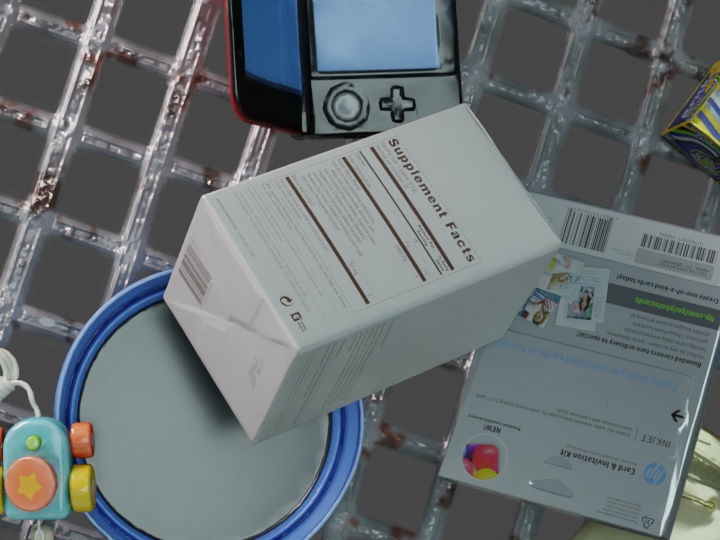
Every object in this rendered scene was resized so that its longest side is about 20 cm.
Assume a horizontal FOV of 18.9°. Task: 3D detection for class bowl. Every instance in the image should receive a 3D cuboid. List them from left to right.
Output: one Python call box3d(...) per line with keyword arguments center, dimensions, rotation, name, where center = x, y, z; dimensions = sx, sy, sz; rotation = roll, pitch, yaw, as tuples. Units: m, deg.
box3d(center=(-0.099, 0.097, 1.404), dimensions=(0.200, 0.039, 0.201), rotation=(1, 85, -10), name="bowl")

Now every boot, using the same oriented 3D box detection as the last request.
box3d(center=(0.234, 0.205, 1.439), dimensions=(0.200, 0.073, 0.156), rotation=(35, 79, -1), name="boot")

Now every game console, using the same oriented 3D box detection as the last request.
box3d(center=(-0.011, -0.191, 1.404), dimensions=(0.172, 0.119, 0.200), rotation=(-3, 86, -11), name="game console")

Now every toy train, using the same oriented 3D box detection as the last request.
box3d(center=(-0.254, 0.152, 1.339), dimensions=(0.150, 0.056, 0.200), rotation=(37, 92, 0), name="toy train")

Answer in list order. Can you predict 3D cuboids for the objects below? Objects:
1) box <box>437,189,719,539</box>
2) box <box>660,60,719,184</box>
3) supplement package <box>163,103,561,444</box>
box3d(center=(0.154, 0.061, 1.422), dimensions=(0.156, 0.041, 0.200), rotation=(14, 81, 18), name="box")
box3d(center=(0.309, -0.060, 1.482), dimensions=(0.200, 0.064, 0.070), rotation=(38, 79, -5), name="box")
box3d(center=(0.000, 0.000, 1.349), dimensions=(0.200, 0.121, 0.120), rotation=(-21, 66, -29), name="supplement package")
